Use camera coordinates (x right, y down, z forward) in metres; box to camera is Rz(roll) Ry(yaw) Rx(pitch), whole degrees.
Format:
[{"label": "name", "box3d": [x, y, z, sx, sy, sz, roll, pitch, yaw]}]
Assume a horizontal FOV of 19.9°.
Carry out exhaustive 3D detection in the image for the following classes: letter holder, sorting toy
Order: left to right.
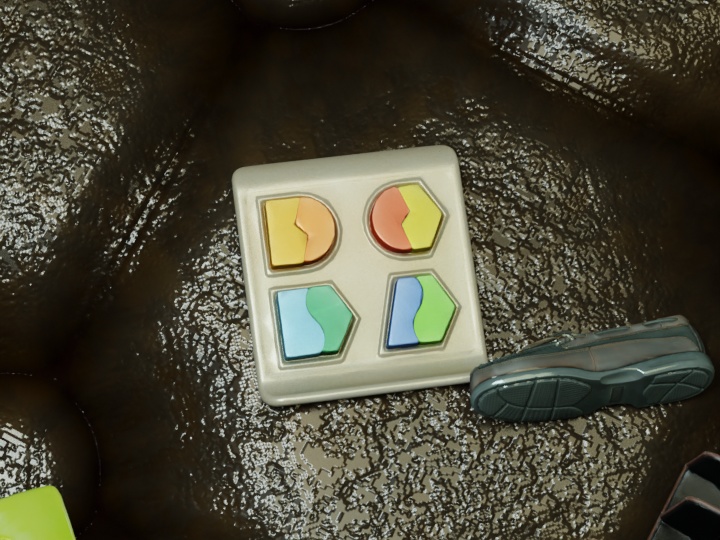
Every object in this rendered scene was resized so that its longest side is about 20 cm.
[{"label": "sorting toy", "box3d": [0.000, 0.000, 1.624, 0.184, 0.036, 0.201, -7, 75, -7]}, {"label": "letter holder", "box3d": [0.324, 0.224, 1.536, 0.199, 0.142, 0.101, 29, 74, 4]}]

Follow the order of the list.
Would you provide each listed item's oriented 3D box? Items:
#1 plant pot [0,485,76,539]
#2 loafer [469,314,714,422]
[{"label": "plant pot", "box3d": [-0.292, 0.280, 1.408, 0.181, 0.199, 0.201, -9, 72, -31]}, {"label": "loafer", "box3d": [0.176, 0.074, 1.612, 0.199, 0.072, 0.063, -4, 55, -13]}]
